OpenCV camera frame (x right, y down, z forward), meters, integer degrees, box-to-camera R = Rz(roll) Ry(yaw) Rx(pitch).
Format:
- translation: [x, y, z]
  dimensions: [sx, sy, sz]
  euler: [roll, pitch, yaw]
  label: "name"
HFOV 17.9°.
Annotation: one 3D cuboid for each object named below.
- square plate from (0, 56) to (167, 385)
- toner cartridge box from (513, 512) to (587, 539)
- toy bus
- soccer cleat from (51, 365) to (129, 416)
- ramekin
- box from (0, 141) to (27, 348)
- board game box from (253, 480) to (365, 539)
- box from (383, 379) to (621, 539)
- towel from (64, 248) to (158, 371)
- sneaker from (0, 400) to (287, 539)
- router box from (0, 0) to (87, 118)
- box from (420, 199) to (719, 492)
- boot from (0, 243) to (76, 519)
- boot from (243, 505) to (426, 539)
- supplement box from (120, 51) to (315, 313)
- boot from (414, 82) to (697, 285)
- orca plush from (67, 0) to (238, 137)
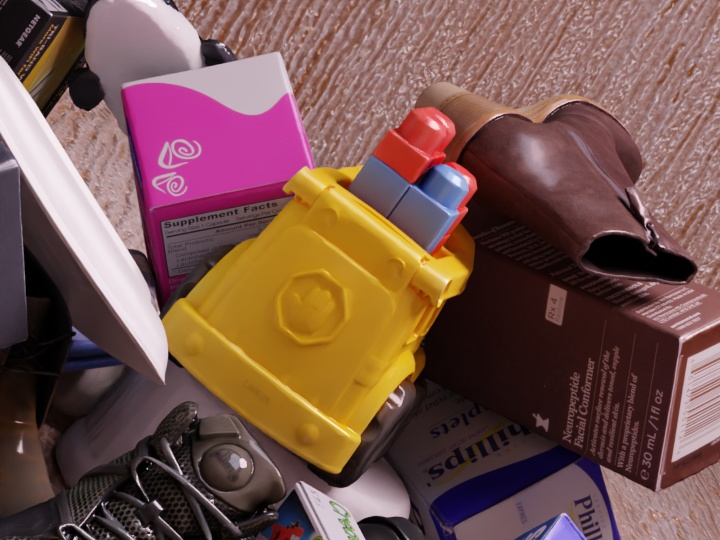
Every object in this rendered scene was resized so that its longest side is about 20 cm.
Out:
- translation: [-0.167, -0.045, 1.138]
  dimensions: [0.200, 0.028, 0.198]
  euler: [59, -14, -19]
  label: "square plate"
- translation: [0.075, 0.216, 1.137]
  dimensions: [0.095, 0.043, 0.200]
  euler: [51, 41, -3]
  label: "toner cartridge box"
- translation: [0.000, 0.000, 1.242]
  dimensions: [0.136, 0.192, 0.200]
  euler: [36, 8, 7]
  label: "toy bus"
- translation: [-0.152, 0.056, 1.424]
  dimensions: [0.078, 0.069, 0.200]
  euler: [38, 5, -9]
  label: "soccer cleat"
- translation: [-0.066, 0.120, 1.308]
  dimensions: [0.200, 0.098, 0.200]
  euler: [36, 8, -6]
  label: "ramekin"
- translation: [-0.266, -0.037, 1.069]
  dimensions: [0.148, 0.107, 0.200]
  euler: [-21, 44, -27]
  label: "box"
- translation: [-0.030, 0.187, 0.981]
  dimensions: [0.035, 0.126, 0.200]
  euler: [33, 10, -23]
  label: "board game box"
- translation: [0.079, 0.155, 1.421]
  dimensions: [0.200, 0.105, 0.184]
  euler: [48, -20, 56]
  label: "box"
- translation: [-0.189, 0.025, 1.310]
  dimensions: [0.146, 0.024, 0.200]
  euler: [-4, 16, -7]
  label: "towel"
- translation: [-0.107, 0.115, 1.022]
  dimensions: [0.076, 0.114, 0.199]
  euler: [54, 27, 5]
  label: "sneaker"
- translation: [-0.240, -0.087, 1.371]
  dimensions: [0.052, 0.200, 0.157]
  euler: [37, 9, 2]
  label: "router box"
- translation: [0.118, 0.037, 1.317]
  dimensions: [0.200, 0.100, 0.075]
  euler: [25, 32, 37]
  label: "box"
- translation: [-0.180, 0.057, 1.127]
  dimensions: [0.075, 0.097, 0.200]
  euler: [13, 31, -52]
  label: "boot"
- translation: [-0.005, 0.207, 1.148]
  dimensions: [0.162, 0.073, 0.199]
  euler: [1, 57, -52]
  label: "boot"
- translation: [-0.079, -0.022, 1.383]
  dimensions: [0.200, 0.103, 0.101]
  euler: [89, -13, -52]
  label: "supplement box"
- translation: [0.133, -0.037, 1.302]
  dimensions: [0.200, 0.072, 0.166]
  euler: [11, 26, -48]
  label: "boot"
- translation: [-0.110, -0.122, 1.402]
  dimensions: [0.200, 0.105, 0.071]
  euler: [46, 33, -40]
  label: "orca plush"
